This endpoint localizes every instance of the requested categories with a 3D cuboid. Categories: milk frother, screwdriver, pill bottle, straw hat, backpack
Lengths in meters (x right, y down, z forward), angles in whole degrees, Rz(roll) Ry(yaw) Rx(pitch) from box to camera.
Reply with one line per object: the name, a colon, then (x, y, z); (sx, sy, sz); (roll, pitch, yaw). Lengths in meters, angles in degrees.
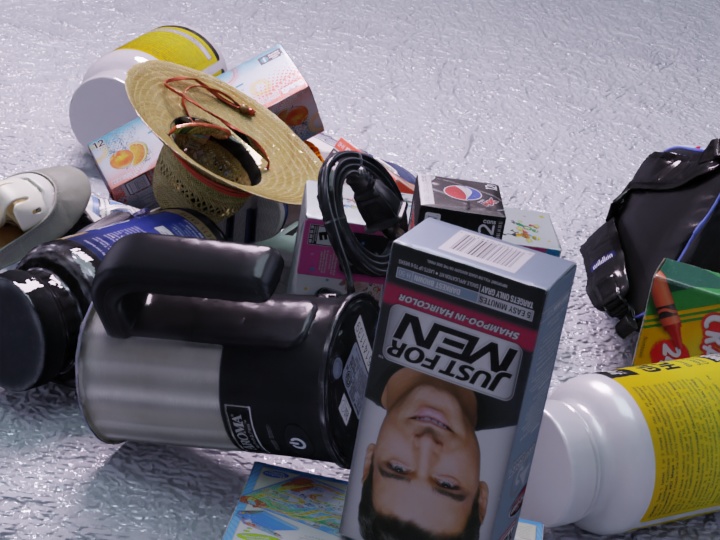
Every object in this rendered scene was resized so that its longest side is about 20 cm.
milk frother: (-0.074, 0.021, 1.105); (0.187, 0.181, 0.200); (4, 30, 22)
screwdriver: (-0.169, -0.054, 1.337); (0.029, 0.028, 0.200); (52, 40, 1)
pill bottle: (-0.222, -0.183, 1.661); (0.112, 0.113, 0.200); (15, 23, 11)
pill bottle: (-0.193, 0.024, 1.207); (0.111, 0.112, 0.200); (24, 26, 31)
straw hat: (-0.127, -0.082, 1.317); (0.200, 0.085, 0.201); (28, 23, -13)
pill bottle: (0.199, 0.124, 1.130); (0.199, 0.113, 0.112); (-5, 27, -33)
backpack: (0.295, -0.024, 1.435); (0.154, 0.200, 0.191); (35, 6, -21)

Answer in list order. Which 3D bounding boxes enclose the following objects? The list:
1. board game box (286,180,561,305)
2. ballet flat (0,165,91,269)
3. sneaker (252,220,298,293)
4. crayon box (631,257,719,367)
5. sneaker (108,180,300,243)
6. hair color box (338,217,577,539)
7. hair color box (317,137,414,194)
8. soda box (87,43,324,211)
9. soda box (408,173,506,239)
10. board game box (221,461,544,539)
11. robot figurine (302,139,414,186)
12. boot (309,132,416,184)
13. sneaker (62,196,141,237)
board game box: (0.044, 0.020, 1.262); (0.199, 0.148, 0.064); (6, 28, -8)
ballet flat: (-0.296, -0.034, 1.274); (0.200, 0.064, 0.067); (-37, 70, -26)
sneaker: (0.000, 0.000, 1.384); (0.199, 0.074, 0.118); (17, 30, 22)
crayon box: (0.318, 0.080, 1.264); (0.199, 0.128, 0.051); (16, 24, 17)
sneaker: (-0.134, -0.070, 1.516); (0.199, 0.081, 0.115); (17, 12, 25)
hair color box: (0.057, 0.080, 0.969); (0.099, 0.201, 0.061); (18, 23, 19)
hair color box: (0.058, -0.026, 1.368); (0.200, 0.064, 0.111); (31, 6, -35)
soda box: (-0.137, -0.119, 1.427); (0.199, 0.064, 0.069); (-28, 52, -6)
soda box: (0.056, 0.036, 1.164); (0.063, 0.201, 0.071); (8, 22, -4)
board game box: (0.013, 0.186, 1.009); (0.199, 0.034, 0.135); (12, 22, 5)
robot figurine: (0.028, -0.061, 1.484); (0.199, 0.059, 0.145); (20, -1, -43)
boot: (-0.035, -0.103, 1.649); (0.199, 0.073, 0.090); (27, 12, 34)
sneaker: (-0.219, -0.023, 1.372); (0.199, 0.076, 0.077); (24, 18, 8)
